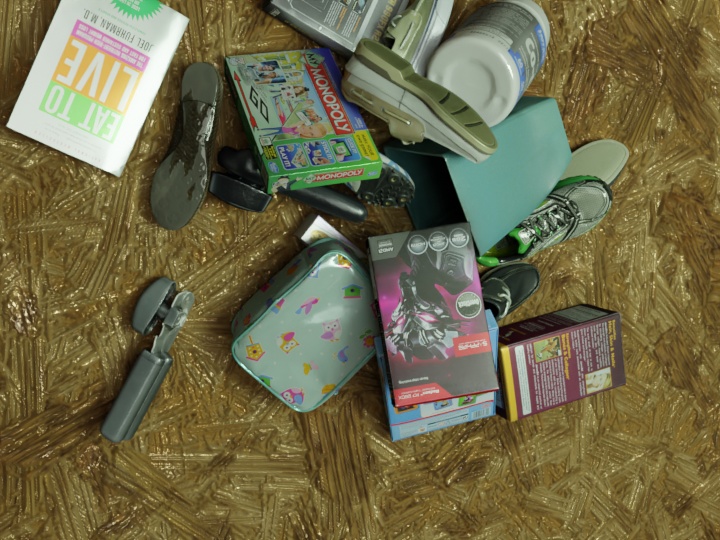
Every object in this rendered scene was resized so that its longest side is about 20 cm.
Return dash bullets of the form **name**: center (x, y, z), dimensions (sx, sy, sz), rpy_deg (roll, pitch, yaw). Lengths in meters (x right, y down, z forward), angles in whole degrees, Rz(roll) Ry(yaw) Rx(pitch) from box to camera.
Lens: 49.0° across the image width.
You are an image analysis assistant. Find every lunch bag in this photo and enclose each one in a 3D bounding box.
- **lunch bag**: center (-0.056, 0.072, 0.990), dimensions (0.200, 0.077, 0.160), rpy_deg (-43, 115, 8)

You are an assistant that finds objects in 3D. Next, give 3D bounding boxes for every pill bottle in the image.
- **pill bottle**: center (0.165, -0.264, 0.977), dimensions (0.114, 0.113, 0.200), rpy_deg (59, 39, -18)

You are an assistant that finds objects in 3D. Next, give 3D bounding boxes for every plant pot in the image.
- **plant pot**: center (0.164, -0.141, 1.023), dimensions (0.199, 0.141, 0.142), rpy_deg (-35, 117, -18)

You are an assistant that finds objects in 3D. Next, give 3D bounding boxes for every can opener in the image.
- **can opener**: center (-0.265, 0.106, 0.959), dimensions (0.067, 0.053, 0.201), rpy_deg (28, 88, 10)
- **can opener**: center (-0.084, -0.103, 0.972), dimensions (0.199, 0.063, 0.079), rpy_deg (16, 111, -14)

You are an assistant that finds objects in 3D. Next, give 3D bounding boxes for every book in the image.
- **book**: center (-0.295, -0.225, 0.894), dimensions (0.133, 0.048, 0.201), rpy_deg (23, 88, -26)

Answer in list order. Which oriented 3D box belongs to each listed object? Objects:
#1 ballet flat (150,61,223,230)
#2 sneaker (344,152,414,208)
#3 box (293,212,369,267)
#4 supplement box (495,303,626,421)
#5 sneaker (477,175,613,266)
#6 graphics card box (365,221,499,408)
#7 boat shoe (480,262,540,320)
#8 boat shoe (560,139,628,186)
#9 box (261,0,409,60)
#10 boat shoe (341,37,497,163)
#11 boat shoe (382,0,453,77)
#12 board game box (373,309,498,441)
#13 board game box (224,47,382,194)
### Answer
- **ballet flat**: center (-0.202, -0.146, 0.940), dimensions (0.067, 0.046, 0.202), rpy_deg (13, 97, 1)
- **sneaker**: center (-0.016, -0.145, 0.986), dimensions (0.199, 0.073, 0.072), rpy_deg (28, 133, -15)
- **box**: center (0.000, 0.000, 1.039), dimensions (0.200, 0.039, 0.042), rpy_deg (41, 85, -21)
- **supplement box**: center (0.273, 0.128, 1.138), dimensions (0.199, 0.086, 0.111), rpy_deg (-14, 103, -18)
- **sneaker**: center (0.237, -0.054, 1.032), dimensions (0.199, 0.085, 0.078), rpy_deg (-30, 98, 22)
- **graphics card box**: center (0.082, 0.051, 0.923), dimensions (0.124, 0.051, 0.202), rpy_deg (-8, 84, -3)
- **boat shoe**: center (0.179, 0.050, 1.088), dimensions (0.199, 0.067, 0.072), rpy_deg (-27, 110, -25)
- **boat shoe**: center (0.306, -0.112, 1.133), dimensions (0.072, 0.068, 0.200), rpy_deg (39, 75, 23)
- **box**: center (-0.009, -0.375, 0.972), dimensions (0.158, 0.048, 0.201), rpy_deg (24, 90, -23)
- **boat shoe**: center (0.065, -0.180, 0.904), dimensions (0.200, 0.075, 0.069), rpy_deg (40, 121, 11)
- **boat shoe**: center (0.059, -0.277, 0.955), dimensions (0.062, 0.072, 0.201), rpy_deg (20, 86, -13)
- **board game box**: center (0.102, 0.141, 1.029), dimensions (0.150, 0.037, 0.201), rpy_deg (-13, 139, -4)
- **board game box**: center (-0.070, -0.180, 0.919), dimensions (0.134, 0.201, 0.029), rpy_deg (-11, 146, -19)
